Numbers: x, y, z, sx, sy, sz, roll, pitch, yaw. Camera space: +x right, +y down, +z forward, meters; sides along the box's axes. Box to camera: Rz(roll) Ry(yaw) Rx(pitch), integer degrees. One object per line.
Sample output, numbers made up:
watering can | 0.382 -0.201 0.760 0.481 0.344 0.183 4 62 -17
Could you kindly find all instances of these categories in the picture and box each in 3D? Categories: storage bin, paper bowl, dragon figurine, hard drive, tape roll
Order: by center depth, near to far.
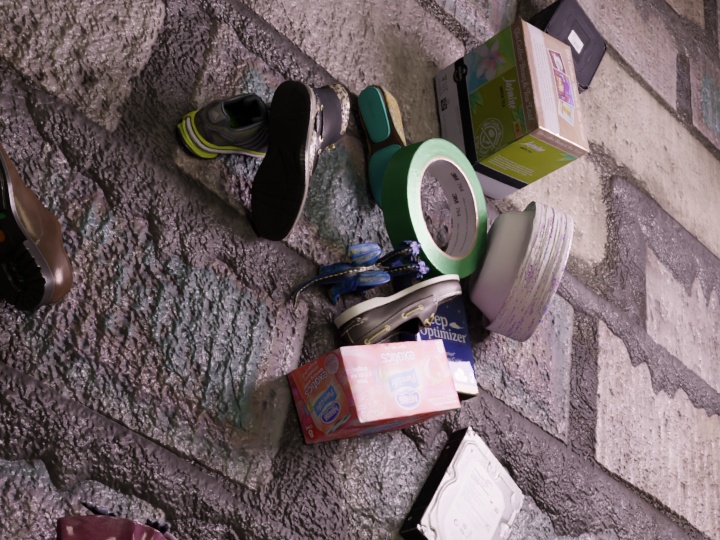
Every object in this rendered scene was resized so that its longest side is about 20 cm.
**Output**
dragon figurine | 0.000 0.000 1.480 0.199 0.099 0.059 -7 74 -43
hard drive | 0.141 0.324 1.507 0.140 0.038 0.200 53 40 -13
tape roll | 0.108 -0.084 1.608 0.200 0.048 0.203 17 67 -48
paper bowl | 0.227 -0.005 1.663 0.104 0.201 0.202 21 49 -1
storage bin | 0.369 -0.407 2.109 0.135 0.093 0.200 50 41 -15

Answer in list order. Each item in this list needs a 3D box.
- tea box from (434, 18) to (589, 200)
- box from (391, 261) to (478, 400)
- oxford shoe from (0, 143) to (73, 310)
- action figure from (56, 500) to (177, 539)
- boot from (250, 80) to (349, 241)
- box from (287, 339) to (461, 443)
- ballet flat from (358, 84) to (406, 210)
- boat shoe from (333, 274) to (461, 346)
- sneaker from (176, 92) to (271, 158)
tea box | 0.237 -0.252 1.801 0.133 0.196 0.202 17 57 -40
box | 0.104 0.078 1.607 0.120 0.032 0.202 14 59 -42
oxford shoe | -0.357 -0.056 1.165 0.202 0.072 0.084 67 23 2
action figure | -0.255 0.324 1.059 0.133 0.149 0.202 11 71 2
boot | -0.072 -0.146 1.468 0.154 0.073 0.206 -29 133 -67
box | 0.019 0.150 1.422 0.199 0.102 0.096 0 70 -48
ballet flat | 0.043 -0.176 1.658 0.070 0.070 0.202 7 64 -45
boat shoe | 0.059 0.059 1.512 0.200 0.072 0.061 -19 75 -30
sneaker | -0.137 -0.189 1.453 0.199 0.081 0.074 -18 83 -50
